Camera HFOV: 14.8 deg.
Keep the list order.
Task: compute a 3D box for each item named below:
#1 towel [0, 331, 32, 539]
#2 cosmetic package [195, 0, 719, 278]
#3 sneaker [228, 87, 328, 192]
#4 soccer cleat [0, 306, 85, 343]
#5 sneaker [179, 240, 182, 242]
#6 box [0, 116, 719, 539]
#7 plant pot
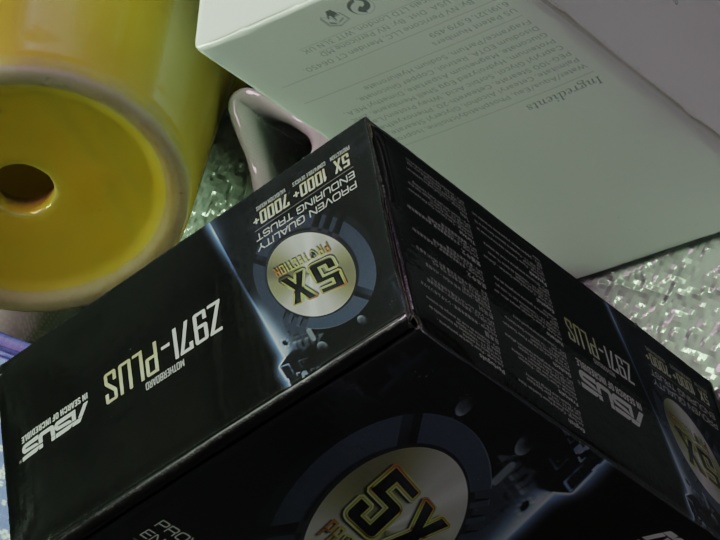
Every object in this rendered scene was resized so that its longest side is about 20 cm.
[{"bbox_3d":[-0.163,0.121,1.105,0.145,0.024,0.200,20,98,25],"label":"towel"},{"bbox_3d":[0.056,-0.133,0.998,0.123,0.200,0.199,-20,52,37],"label":"cosmetic package"},{"bbox_3d":[0.000,0.000,1.051,0.075,0.088,0.200,-46,43,9],"label":"sneaker"},{"bbox_3d":[-0.194,0.018,1.250,0.200,0.070,0.086,7,48,48],"label":"soccer cleat"},{"bbox_3d":[-0.107,0.080,1.113,0.200,0.070,0.090,-45,39,9],"label":"sneaker"},{"bbox_3d":[0.008,0.067,0.916,0.164,0.200,0.086,-33,45,23],"label":"box"},{"bbox_3d":[-0.132,-0.092,1.128,0.201,0.201,0.189,-31,37,26],"label":"plant pot"}]
